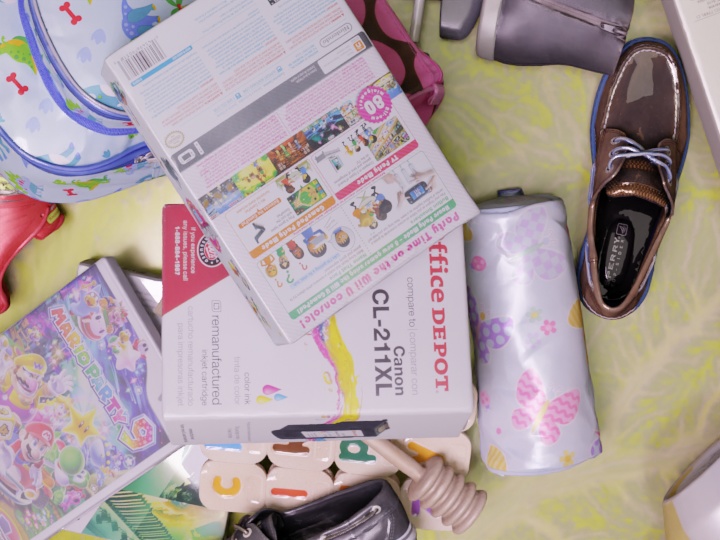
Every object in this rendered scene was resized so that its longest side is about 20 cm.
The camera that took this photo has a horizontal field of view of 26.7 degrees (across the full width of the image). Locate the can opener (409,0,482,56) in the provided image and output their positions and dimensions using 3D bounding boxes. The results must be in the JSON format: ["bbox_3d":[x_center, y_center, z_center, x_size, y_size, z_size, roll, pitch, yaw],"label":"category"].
[{"bbox_3d":[0.044,-0.140,1.078,0.066,0.053,0.202,12,97,3],"label":"can opener"}]

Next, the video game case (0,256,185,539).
[{"bbox_3d":[-0.220,0.104,1.100,0.199,0.018,0.144,-35,81,17],"label":"video game case"}]

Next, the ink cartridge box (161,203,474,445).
[{"bbox_3d":[-0.029,0.033,0.998,0.198,0.083,0.147,-2,73,-3],"label":"ink cartridge box"}]

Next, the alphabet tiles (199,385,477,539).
[{"bbox_3d":[-0.017,0.123,1.085,0.194,0.015,0.202,4,111,0],"label":"alphabet tiles"}]

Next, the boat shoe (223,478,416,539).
[{"bbox_3d":[-0.060,0.194,1.070,0.198,0.069,0.057,-16,111,7],"label":"boat shoe"}]

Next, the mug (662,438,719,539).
[{"bbox_3d":[0.279,0.202,1.055,0.186,0.149,0.153,-43,84,0],"label":"mug"}]

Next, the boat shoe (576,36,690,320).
[{"bbox_3d":[0.196,-0.063,1.065,0.071,0.072,0.202,5,96,3],"label":"boat shoe"}]

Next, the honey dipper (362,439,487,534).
[{"bbox_3d":[0.002,0.111,1.054,0.200,0.038,0.038,38,97,-9],"label":"honey dipper"}]

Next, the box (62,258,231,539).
[{"bbox_3d":[-0.154,0.104,1.123,0.143,0.036,0.202,11,98,3],"label":"box"}]

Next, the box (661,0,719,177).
[{"bbox_3d":[0.270,-0.139,1.055,0.081,0.068,0.202,-18,95,5],"label":"box"}]

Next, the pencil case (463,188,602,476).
[{"bbox_3d":[0.114,0.045,1.076,0.090,0.083,0.202,-9,95,9],"label":"pencil case"}]

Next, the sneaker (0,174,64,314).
[{"bbox_3d":[-0.252,-0.062,1.106,0.084,0.077,0.201,21,98,-19],"label":"sneaker"}]

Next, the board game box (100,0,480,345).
[{"bbox_3d":[-0.043,-0.077,0.926,0.147,0.064,0.201,-34,94,-13],"label":"board game box"}]

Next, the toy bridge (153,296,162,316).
[{"bbox_3d":[-0.089,-0.050,1.089,0.067,0.027,0.201,22,78,44],"label":"toy bridge"}]

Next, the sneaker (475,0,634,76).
[{"bbox_3d":[0.148,-0.239,1.051,0.105,0.075,0.202,11,105,6],"label":"sneaker"}]

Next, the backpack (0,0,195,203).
[{"bbox_3d":[-0.166,-0.151,1.008,0.199,0.147,0.184,-23,86,-16],"label":"backpack"}]

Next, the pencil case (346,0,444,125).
[{"bbox_3d":[-0.016,-0.172,1.033,0.093,0.091,0.201,-34,75,10],"label":"pencil case"}]
